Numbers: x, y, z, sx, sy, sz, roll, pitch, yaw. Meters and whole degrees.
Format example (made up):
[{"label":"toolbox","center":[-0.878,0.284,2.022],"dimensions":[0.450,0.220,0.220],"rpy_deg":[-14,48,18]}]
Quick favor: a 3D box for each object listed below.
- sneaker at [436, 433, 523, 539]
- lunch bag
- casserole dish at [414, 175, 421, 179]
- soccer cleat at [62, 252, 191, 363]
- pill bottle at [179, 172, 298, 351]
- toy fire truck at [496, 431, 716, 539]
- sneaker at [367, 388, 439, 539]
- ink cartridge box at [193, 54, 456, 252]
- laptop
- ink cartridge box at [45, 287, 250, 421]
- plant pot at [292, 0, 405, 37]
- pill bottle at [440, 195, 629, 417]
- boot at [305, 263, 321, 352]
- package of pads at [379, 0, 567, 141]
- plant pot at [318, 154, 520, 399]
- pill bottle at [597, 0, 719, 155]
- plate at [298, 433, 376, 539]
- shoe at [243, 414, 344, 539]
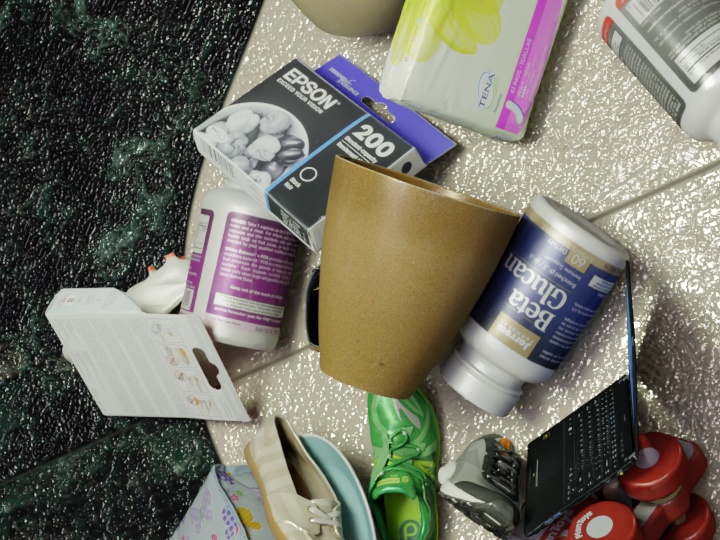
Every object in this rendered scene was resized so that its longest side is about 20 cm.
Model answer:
[{"label":"sneaker","center":[0.121,0.199,1.640],"dimensions":[0.074,0.200,0.080],"rpy_deg":[37,93,-7]},{"label":"lunch bag","center":[-0.109,0.326,1.748],"dimensions":[0.170,0.126,0.201],"rpy_deg":[-59,41,28]},{"label":"casserole dish","center":[0.046,-0.003,1.784],"dimensions":[0.120,0.039,0.202],"rpy_deg":[-22,73,25]},{"label":"soccer cleat","center":[-0.253,0.059,1.928],"dimensions":[0.199,0.069,0.078],"rpy_deg":[-34,72,18]},{"label":"pill bottle","center":[-0.123,-0.022,1.839],"dimensions":[0.111,0.112,0.202],"rpy_deg":[12,90,29]},{"label":"toy fire truck","center":[0.224,0.227,1.600],"dimensions":[0.167,0.113,0.200],"rpy_deg":[13,55,44]},{"label":"sneaker","center":[0.045,0.202,1.728],"dimensions":[0.073,0.084,0.202],"rpy_deg":[-9,83,8]},{"label":"ink cartridge box","center":[-0.037,-0.138,1.774],"dimensions":[0.199,0.044,0.198],"rpy_deg":[-37,55,-20]},{"label":"laptop","center":[0.202,0.118,1.591],"dimensions":[0.200,0.178,0.103],"rpy_deg":[-38,103,20]},{"label":"ink cartridge box","center":[-0.223,0.091,1.860],"dimensions":[0.198,0.163,0.057],"rpy_deg":[-3,40,25]},{"label":"plant pot","center":[-0.006,-0.323,1.785],"dimensions":[0.199,0.200,0.136],"rpy_deg":[16,127,29]},{"label":"pill bottle","center":[0.164,0.038,1.672],"dimensions":[0.111,0.111,0.201],"rpy_deg":[38,102,27]},{"label":"boot","center":[0.000,0.000,1.732],"dimensions":[0.074,0.097,0.202],"rpy_deg":[8,88,31]},{"label":"package of pads","center":[0.116,-0.244,1.707],"dimensions":[0.068,0.153,0.202],"rpy_deg":[23,96,65]},{"label":"plant pot","center":[0.033,0.012,1.637],"dimensions":[0.185,0.186,0.202],"rpy_deg":[22,97,29]},{"label":"pill bottle","center":[0.323,-0.195,1.610],"dimensions":[0.116,0.116,0.201],"rpy_deg":[-44,66,17]},{"label":"plate","center":[-0.031,0.265,1.764],"dimensions":[0.200,0.025,0.202],"rpy_deg":[19,113,54]},{"label":"shoe","center":[-0.061,0.226,1.711],"dimensions":[0.054,0.070,0.201],"rpy_deg":[-52,46,22]}]
